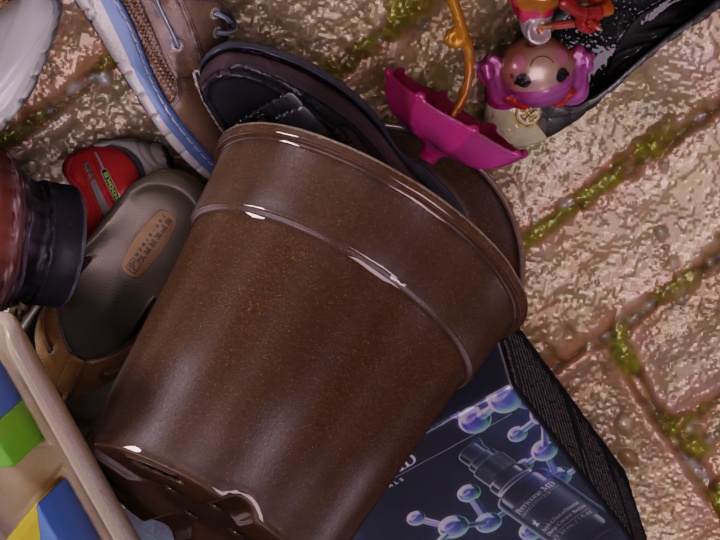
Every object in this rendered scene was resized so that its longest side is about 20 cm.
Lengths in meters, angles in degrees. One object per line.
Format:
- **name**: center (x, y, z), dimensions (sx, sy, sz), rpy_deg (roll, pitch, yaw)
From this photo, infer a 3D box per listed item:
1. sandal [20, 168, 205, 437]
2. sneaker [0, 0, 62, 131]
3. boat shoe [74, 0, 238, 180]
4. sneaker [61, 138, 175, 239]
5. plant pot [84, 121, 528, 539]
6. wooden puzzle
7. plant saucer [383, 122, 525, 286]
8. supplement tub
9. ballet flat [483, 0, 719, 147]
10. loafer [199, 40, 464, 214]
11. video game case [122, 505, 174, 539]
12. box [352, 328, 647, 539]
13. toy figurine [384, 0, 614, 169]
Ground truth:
- **sandal**: center (-0.151, 0.031, 1.535), dimensions (0.080, 0.054, 0.200), rpy_deg (32, 101, -3)
- **sneaker**: center (-0.254, -0.098, 1.536), dimensions (0.200, 0.075, 0.087), rpy_deg (-43, 105, 9)
- **boat shoe**: center (-0.111, -0.140, 1.535), dimensions (0.072, 0.072, 0.200), rpy_deg (-33, 111, 4)
- **sneaker**: center (-0.150, 0.019, 1.597), dimensions (0.085, 0.077, 0.200), rpy_deg (0, 100, -1)
- **plant pot**: center (-0.041, 0.057, 1.454), dimensions (0.200, 0.200, 0.198), rpy_deg (37, 70, -18)
- **wooden puzzle**: center (-0.213, 0.111, 1.453), dimensions (0.046, 0.200, 0.185), rpy_deg (-43, 116, -35)
- **plant saucer**: center (0.000, 0.000, 1.621), dimensions (0.200, 0.037, 0.200), rpy_deg (-2, 110, -6)
- **supplement tub**: center (-0.257, -0.025, 1.465), dimensions (0.200, 0.107, 0.107), rpy_deg (7, 110, -24)
- **ballet flat**: center (0.151, -0.144, 1.571), dimensions (0.200, 0.057, 0.066), rpy_deg (-41, 111, 15)
- **loafer**: center (-0.015, -0.055, 1.524), dimensions (0.072, 0.063, 0.200), rpy_deg (-28, 126, 37)
- **video game case**: center (-0.096, 0.190, 1.599), dimensions (0.182, 0.023, 0.200), rpy_deg (33, 138, -14)
- **box**: center (0.066, 0.131, 1.609), dimensions (0.148, 0.107, 0.200), rpy_deg (-30, 126, 13)
- **toy figurine**: center (0.083, -0.149, 1.526), dimensions (0.200, 0.150, 0.184), rpy_deg (-9, 118, -10)
